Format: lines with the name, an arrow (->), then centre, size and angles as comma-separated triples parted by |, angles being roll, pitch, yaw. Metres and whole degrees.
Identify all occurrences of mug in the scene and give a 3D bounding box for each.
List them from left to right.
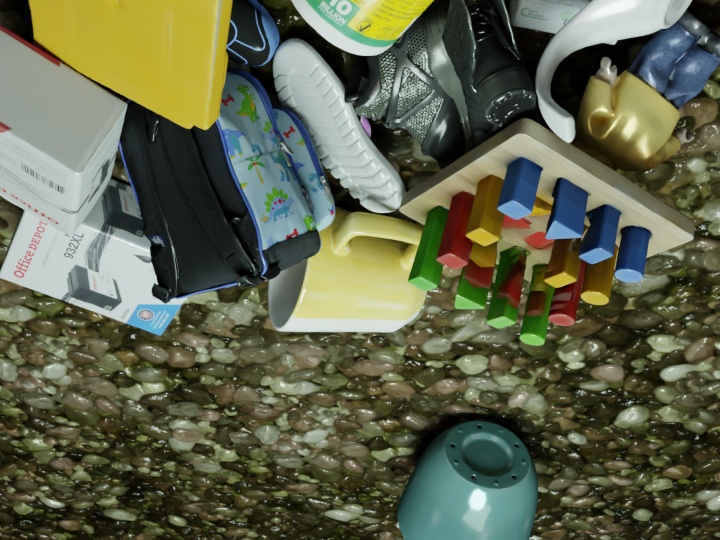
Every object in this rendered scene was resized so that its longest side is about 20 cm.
mug -> -0.003, 0.007, 1.007 | 0.153, 0.187, 0.150 | 11, 96, -20

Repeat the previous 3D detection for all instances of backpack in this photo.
backpack -> -0.134, -0.091, 0.891 | 0.183, 0.147, 0.200 | -12, 102, 43

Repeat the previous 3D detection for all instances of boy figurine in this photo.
boy figurine -> 0.249, -0.138, 0.838 | 0.124, 0.064, 0.200 | 25, 116, -24

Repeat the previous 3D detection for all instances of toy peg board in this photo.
toy peg board -> 0.158, -0.017, 0.846 | 0.200, 0.098, 0.199 | 26, 154, -20

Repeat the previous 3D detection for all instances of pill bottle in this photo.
pill bottle -> 0.038, -0.271, 0.712 | 0.113, 0.113, 0.200 | 28, 135, -25

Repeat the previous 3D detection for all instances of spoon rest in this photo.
spoon rest -> 0.207, -0.199, 0.743 | 0.061, 0.200, 0.099 | 37, 173, 24

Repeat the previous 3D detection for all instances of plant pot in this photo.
plant pot -> 0.166, 0.315, 1.331 | 0.200, 0.201, 0.161 | 8, 128, -4

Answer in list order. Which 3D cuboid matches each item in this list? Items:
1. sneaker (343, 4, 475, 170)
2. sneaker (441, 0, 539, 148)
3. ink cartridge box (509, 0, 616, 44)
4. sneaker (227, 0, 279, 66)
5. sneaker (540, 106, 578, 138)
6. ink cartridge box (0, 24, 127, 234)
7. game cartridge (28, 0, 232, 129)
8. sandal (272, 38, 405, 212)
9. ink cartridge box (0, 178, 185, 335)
sneaker -> 0.054, -0.151, 0.882 | 0.114, 0.076, 0.200 | -8, 135, 17
sneaker -> 0.109, -0.172, 0.781 | 0.060, 0.104, 0.200 | -21, 170, 3
ink cartridge box -> 0.197, -0.280, 0.744 | 0.099, 0.039, 0.200 | 10, 140, -7
sneaker -> -0.160, -0.230, 0.804 | 0.200, 0.078, 0.070 | 31, 133, -27
sneaker -> 0.154, -0.095, 0.945 | 0.079, 0.075, 0.200 | 33, 122, -26
ink cartridge box -> -0.308, -0.127, 0.861 | 0.147, 0.083, 0.200 | 32, 159, -10
game cartridge -> -0.181, -0.215, 0.714 | 0.176, 0.032, 0.200 | 29, 146, 5
sandal -> -0.019, -0.145, 0.914 | 0.082, 0.050, 0.203 | -5, 127, 42
ink cartridge box -> -0.289, -0.025, 1.051 | 0.200, 0.084, 0.145 | 23, 137, -20
